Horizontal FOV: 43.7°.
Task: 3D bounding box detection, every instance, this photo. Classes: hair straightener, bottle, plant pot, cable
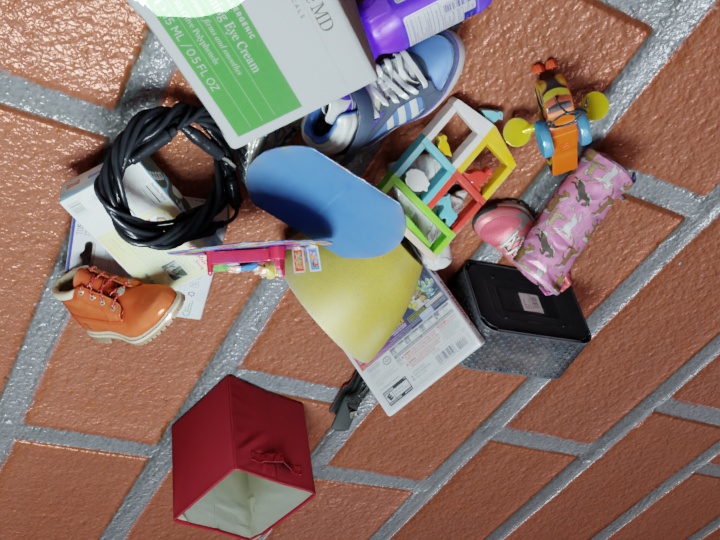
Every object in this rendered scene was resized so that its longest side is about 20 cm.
[{"bbox_3d":[-0.001,0.210,1.502,0.040,0.078,0.201,13,132,-23],"label":"hair straightener"},{"bbox_3d":[0.045,-0.281,0.977,0.197,0.066,0.084,-26,167,4],"label":"bottle"},{"bbox_3d":[0.000,0.000,1.211,0.142,0.201,0.200,-41,132,9],"label":"plant pot"},{"bbox_3d":[-0.218,-0.111,1.044,0.198,0.050,0.166,-14,114,-45],"label":"cable"}]

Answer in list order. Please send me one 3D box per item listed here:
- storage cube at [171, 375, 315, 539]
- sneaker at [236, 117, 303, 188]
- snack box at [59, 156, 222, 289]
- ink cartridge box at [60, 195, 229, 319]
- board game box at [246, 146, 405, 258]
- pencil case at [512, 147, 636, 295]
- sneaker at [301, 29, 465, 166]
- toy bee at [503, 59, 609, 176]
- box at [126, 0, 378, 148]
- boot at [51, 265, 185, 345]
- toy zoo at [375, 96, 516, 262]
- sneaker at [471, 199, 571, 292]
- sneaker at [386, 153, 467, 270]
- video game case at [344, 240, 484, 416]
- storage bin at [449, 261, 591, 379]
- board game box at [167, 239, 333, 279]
[{"bbox_3d":[-0.196,0.313,1.488,0.170,0.182,0.200,26,124,-35],"label":"storage cube"},{"bbox_3d":[-0.099,-0.176,1.068,0.085,0.078,0.202,1,136,-19],"label":"sneaker"},{"bbox_3d":[-0.267,-0.055,1.126,0.115,0.037,0.201,-23,134,12],"label":"snack box"},{"bbox_3d":[-0.293,-0.023,1.210,0.196,0.041,0.201,8,133,-20],"label":"ink cartridge box"},{"bbox_3d":[-0.035,-0.091,1.059,0.198,0.039,0.158,30,148,-16],"label":"board game box"},{"bbox_3d":[0.288,-0.066,1.224,0.086,0.083,0.201,35,96,4],"label":"pencil case"},{"bbox_3d":[0.019,-0.200,1.019,0.199,0.081,0.146,-35,173,27],"label":"sneaker"},{"bbox_3d":[0.251,-0.203,1.122,0.129,0.111,0.200,-11,163,-14],"label":"toy bee"},{"bbox_3d":[-0.106,-0.274,0.868,0.169,0.202,0.200,-24,137,9],"label":"box"},{"bbox_3d":[-0.313,0.038,1.148,0.197,0.076,0.108,-8,134,37],"label":"boot"},{"bbox_3d":[0.116,-0.127,1.153,0.200,0.020,0.131,-48,119,1],"label":"toy zoo"},{"bbox_3d":[0.244,-0.032,1.296,0.198,0.088,0.074,26,125,-34],"label":"sneaker"},{"bbox_3d":[0.108,-0.078,1.224,0.098,0.079,0.201,-22,138,5],"label":"sneaker"},{"bbox_3d":[0.060,0.088,1.331,0.200,0.183,0.023,-42,169,29],"label":"video game case"},{"bbox_3d":[0.235,0.077,1.372,0.197,0.137,0.094,8,134,-22],"label":"storage bin"},{"bbox_3d":[-0.131,-0.008,1.066,0.197,0.040,0.157,-6,178,35],"label":"board game box"}]
